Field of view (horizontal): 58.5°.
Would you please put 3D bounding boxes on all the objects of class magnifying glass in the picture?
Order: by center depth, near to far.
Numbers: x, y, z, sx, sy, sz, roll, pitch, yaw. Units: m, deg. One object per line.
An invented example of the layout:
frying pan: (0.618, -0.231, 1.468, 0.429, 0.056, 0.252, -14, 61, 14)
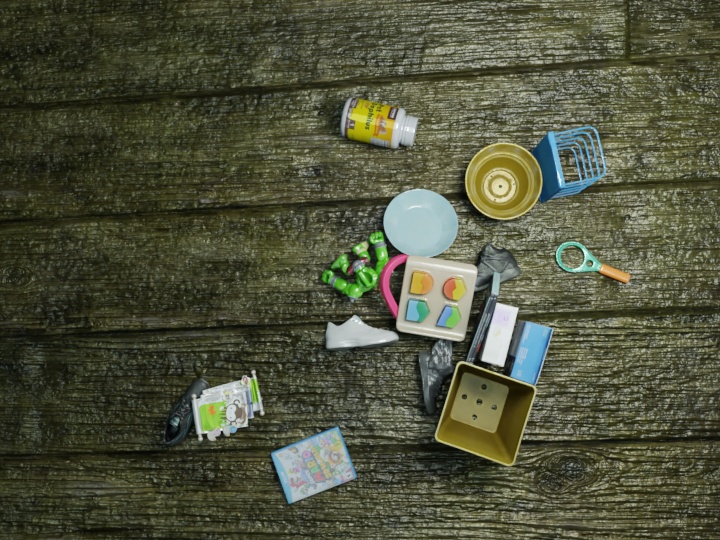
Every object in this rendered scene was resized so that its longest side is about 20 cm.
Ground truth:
magnifying glass: (0.613, -0.015, 1.701, 0.198, 0.022, 0.080, 22, 89, 5)

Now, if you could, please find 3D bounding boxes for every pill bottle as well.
pill bottle: (0.051, -0.393, 1.733, 0.198, 0.109, 0.111, 13, 88, 6)

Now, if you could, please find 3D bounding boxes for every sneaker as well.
sneaker: (0.212, 0.274, 1.700, 0.103, 0.060, 0.202, -9, 82, 9)
sneaker: (0.315, -0.003, 1.703, 0.198, 0.076, 0.115, -24, 83, 0)
sneaker: (0.002, 0.163, 1.726, 0.197, 0.075, 0.090, -4, 74, 6)
sneaker: (-0.474, 0.390, 1.748, 0.075, 0.079, 0.202, 26, 87, 8)

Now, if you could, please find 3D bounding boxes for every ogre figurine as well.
ogre figurine: (0.000, 0.000, 1.721, 0.199, 0.098, 0.120, -31, 73, -9)

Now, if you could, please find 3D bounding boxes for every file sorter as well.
file sorter: (0.525, -0.269, 1.637, 0.121, 0.200, 0.140, -12, 85, 2)

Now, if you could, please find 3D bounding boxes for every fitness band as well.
fitness band: (0.130, 0.053, 1.698, 0.143, 0.037, 0.201, -33, 112, -10)

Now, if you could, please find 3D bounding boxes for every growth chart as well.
growth chart: (-0.359, 0.372, 1.745, 0.198, 0.018, 0.146, -18, 86, -14)

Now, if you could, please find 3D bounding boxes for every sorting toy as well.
sorting toy: (0.195, 0.073, 1.652, 0.183, 0.036, 0.202, 9, 100, 3)

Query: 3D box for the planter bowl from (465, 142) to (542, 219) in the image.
planter bowl: (0.375, -0.230, 1.705, 0.198, 0.083, 0.203, 0, 87, 6)

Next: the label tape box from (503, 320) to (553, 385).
label tape box: (0.418, 0.203, 1.615, 0.065, 0.200, 0.145, 17, 88, 8)

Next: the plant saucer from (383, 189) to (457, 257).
plant saucer: (0.160, -0.120, 1.724, 0.198, 0.039, 0.203, 1, 68, -2)

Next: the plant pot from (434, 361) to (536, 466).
plant pot: (0.308, 0.346, 1.628, 0.198, 0.176, 0.202, 18, 90, 6)

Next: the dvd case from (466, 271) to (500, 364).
dvd case: (0.311, 0.118, 1.622, 0.022, 0.146, 0.202, 19, 114, 7)

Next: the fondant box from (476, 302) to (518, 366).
fondant box: (0.341, 0.160, 1.625, 0.058, 0.200, 0.146, 15, 87, 6)

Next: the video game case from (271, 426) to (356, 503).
video game case: (-0.126, 0.525, 1.737, 0.198, 0.018, 0.144, -22, 85, 4)
